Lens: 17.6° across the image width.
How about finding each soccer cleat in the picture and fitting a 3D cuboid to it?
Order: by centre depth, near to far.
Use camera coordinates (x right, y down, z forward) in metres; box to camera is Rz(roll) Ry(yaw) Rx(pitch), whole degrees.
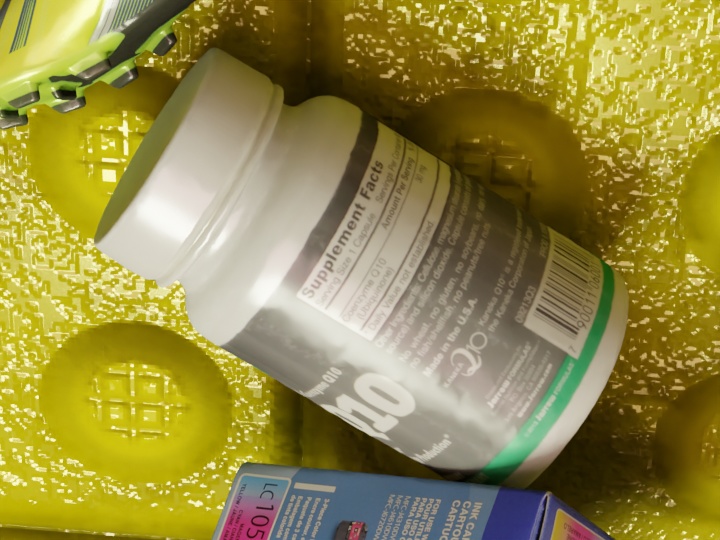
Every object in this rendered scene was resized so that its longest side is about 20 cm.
[{"bbox_3d":[-0.104,-0.124,0.928,0.200,0.065,0.084,-31,84,27],"label":"soccer cleat"}]

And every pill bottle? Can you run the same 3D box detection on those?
[{"bbox_3d":[0.000,0.000,0.950,0.200,0.113,0.113,31,119,-12],"label":"pill bottle"}]

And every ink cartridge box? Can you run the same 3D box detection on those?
[{"bbox_3d":[0.050,0.144,0.979,0.200,0.076,0.136,4,157,40],"label":"ink cartridge box"}]
